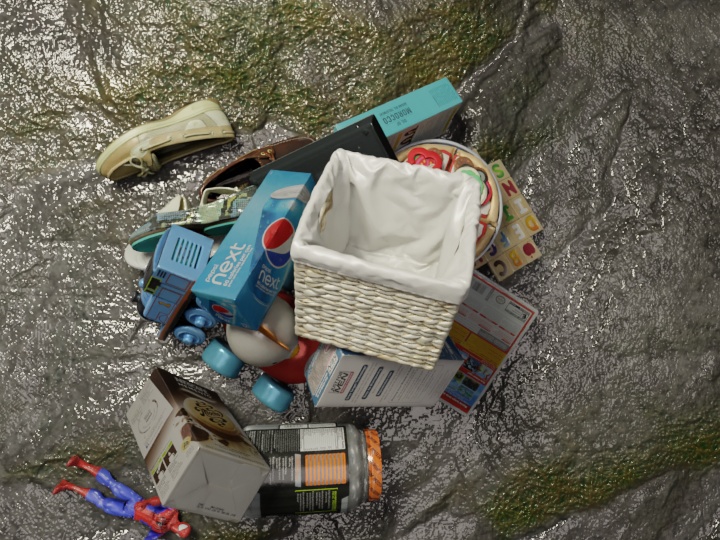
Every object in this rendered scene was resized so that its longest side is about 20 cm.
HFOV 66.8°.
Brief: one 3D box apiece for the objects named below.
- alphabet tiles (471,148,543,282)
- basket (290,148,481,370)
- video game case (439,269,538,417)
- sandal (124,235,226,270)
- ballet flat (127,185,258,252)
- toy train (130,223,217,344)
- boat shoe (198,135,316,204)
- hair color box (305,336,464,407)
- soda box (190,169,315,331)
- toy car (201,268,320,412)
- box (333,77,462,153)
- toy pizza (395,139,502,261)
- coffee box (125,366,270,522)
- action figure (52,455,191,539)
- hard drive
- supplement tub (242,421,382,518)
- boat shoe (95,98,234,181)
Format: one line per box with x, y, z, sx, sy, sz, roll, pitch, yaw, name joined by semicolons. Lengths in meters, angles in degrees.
0.194;-0.090;0.841;0.165;0.006;0.202;-26;81;-28;alphabet tiles
0.033;-0.015;0.668;0.196;0.163;0.200;12;45;5;basket
0.160;0.108;0.840;0.142;0.017;0.202;31;100;-5;video game case
-0.243;-0.022;0.799;0.198;0.083;0.050;-6;132;0;sandal
-0.222;-0.075;0.749;0.196;0.074;0.076;-10;89;2;ballet flat
-0.238;0.027;0.734;0.113;0.200;0.088;24;51;-21;toy train
-0.145;-0.144;0.808;0.198;0.070;0.071;-32;86;-9;boat shoe
0.034;0.133;0.751;0.197;0.061;0.101;8;124;-31;hair color box
-0.119;-0.031;0.672;0.067;0.065;0.202;9;56;26;soda box
-0.115;0.090;0.739;0.176;0.200;0.186;35;85;-5;toy car
0.051;-0.209;0.806;0.198;0.082;0.050;-29;78;-20;box
0.110;-0.097;0.791;0.196;0.032;0.204;0;81;1;toy pizza
-0.217;0.221;0.710;0.113;0.199;0.081;36;86;-39;coffee box
-0.331;0.335;0.759;0.198;0.099;0.066;27;86;-8;action figure
-0.038;-0.111;0.756;0.197;0.033;0.140;-19;124;23;hard drive
-0.072;0.281;0.778;0.196;0.123;0.125;0;88;-7;supplement tub
-0.282;-0.177;0.792;0.199;0.073;0.064;-30;87;-14;boat shoe
